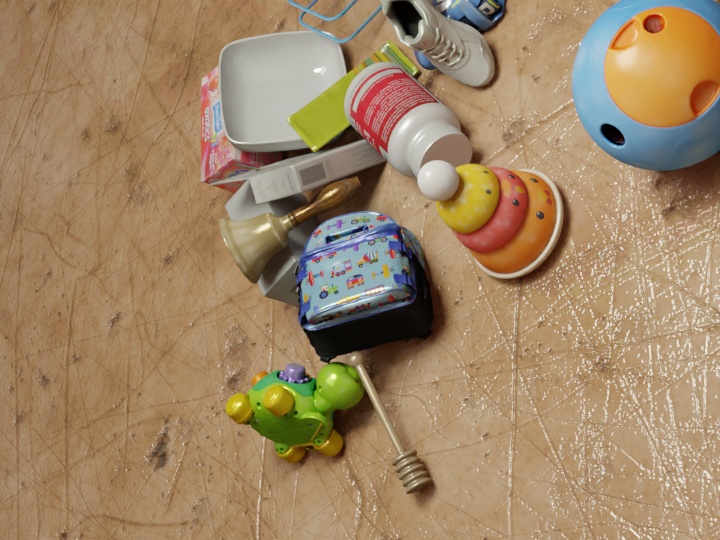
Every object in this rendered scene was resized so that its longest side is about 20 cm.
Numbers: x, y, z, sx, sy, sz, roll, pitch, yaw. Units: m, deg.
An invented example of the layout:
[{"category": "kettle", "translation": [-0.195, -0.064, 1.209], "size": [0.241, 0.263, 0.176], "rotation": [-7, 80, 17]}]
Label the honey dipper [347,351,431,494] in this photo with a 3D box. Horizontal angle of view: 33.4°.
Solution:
[{"category": "honey dipper", "translation": [0.031, 0.194, 1.562], "size": [0.038, 0.038, 0.201], "rotation": [-39, 67, 27]}]

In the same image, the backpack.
[{"category": "backpack", "translation": [0.000, 0.000, 1.624], "size": [0.181, 0.135, 0.201], "rotation": [-14, 52, 12]}]

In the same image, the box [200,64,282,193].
[{"category": "box", "translation": [-0.193, -0.234, 1.949], "size": [0.094, 0.102, 0.201], "rotation": [-28, 54, 42]}]

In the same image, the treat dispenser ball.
[{"category": "treat dispenser ball", "translation": [0.337, -0.213, 1.339], "size": [0.200, 0.200, 0.202], "rotation": [-19, 61, 39]}]

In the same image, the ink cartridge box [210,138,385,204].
[{"category": "ink cartridge box", "translation": [-0.089, -0.142, 1.749], "size": [0.176, 0.200, 0.045], "rotation": [-9, 101, 42]}]

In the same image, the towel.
[{"category": "towel", "translation": [-0.012, -0.260, 1.780], "size": [0.200, 0.018, 0.086], "rotation": [-38, 51, -5]}]

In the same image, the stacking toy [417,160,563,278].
[{"category": "stacking toy", "translation": [0.143, -0.082, 1.482], "size": [0.146, 0.199, 0.147], "rotation": [-19, 62, 39]}]

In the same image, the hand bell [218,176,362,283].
[{"category": "hand bell", "translation": [-0.087, -0.075, 1.668], "size": [0.199, 0.104, 0.104], "rotation": [-29, 52, 6]}]

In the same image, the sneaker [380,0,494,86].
[{"category": "sneaker", "translation": [0.098, -0.313, 1.630], "size": [0.078, 0.200, 0.100], "rotation": [-47, 10, 30]}]

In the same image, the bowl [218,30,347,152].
[{"category": "bowl", "translation": [-0.116, -0.269, 1.865], "size": [0.199, 0.075, 0.201], "rotation": [-7, 65, 1]}]

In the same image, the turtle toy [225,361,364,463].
[{"category": "turtle toy", "translation": [-0.080, 0.184, 1.661], "size": [0.199, 0.146, 0.101], "rotation": [-17, 42, 39]}]

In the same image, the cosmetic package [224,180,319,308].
[{"category": "cosmetic package", "translation": [-0.114, -0.042, 1.792], "size": [0.081, 0.113, 0.200], "rotation": [-47, 45, 21]}]

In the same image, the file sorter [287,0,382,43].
[{"category": "file sorter", "translation": [-0.057, -0.463, 1.803], "size": [0.123, 0.200, 0.139], "rotation": [-47, 50, -13]}]

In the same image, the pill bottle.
[{"category": "pill bottle", "translation": [0.068, -0.200, 1.669], "size": [0.113, 0.112, 0.200], "rotation": [-55, 44, 14]}]

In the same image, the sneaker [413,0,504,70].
[{"category": "sneaker", "translation": [0.148, -0.366, 1.686], "size": [0.201, 0.074, 0.082], "rotation": [-57, 46, 14]}]
